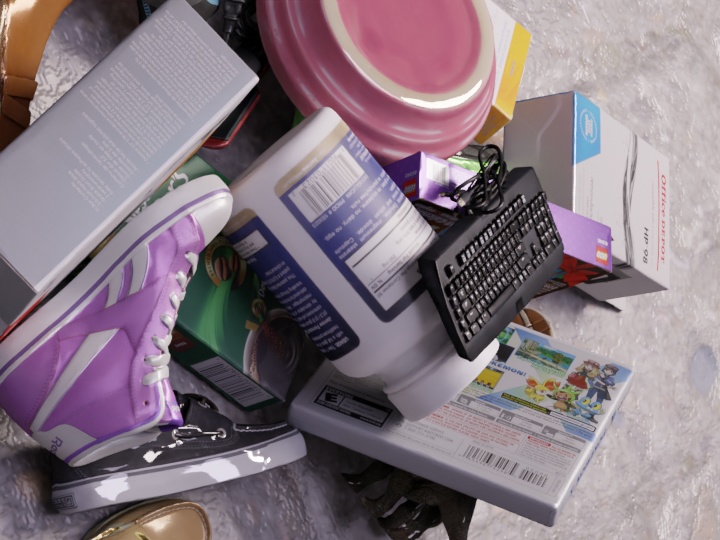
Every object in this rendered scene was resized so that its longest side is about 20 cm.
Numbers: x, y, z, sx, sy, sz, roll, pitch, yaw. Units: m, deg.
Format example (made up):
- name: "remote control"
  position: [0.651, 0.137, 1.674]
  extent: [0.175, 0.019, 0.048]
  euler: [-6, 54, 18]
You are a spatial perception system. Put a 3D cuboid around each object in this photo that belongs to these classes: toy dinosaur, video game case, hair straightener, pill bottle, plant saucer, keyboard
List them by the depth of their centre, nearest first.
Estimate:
- name: "pill bottle"
  position: [0.000, 0.000, 1.583]
  extent: [0.200, 0.111, 0.111]
  euler: [50, 48, -7]
- name: "keyboard"
  position: [0.096, -0.022, 1.589]
  extent: [0.105, 0.039, 0.200]
  euler: [63, 29, -10]
- name: "hair straightener"
  position: [-0.074, -0.160, 1.653]
  extent: [0.200, 0.041, 0.077]
  euler: [-53, 150, -53]
- name: "video game case"
  position: [0.074, 0.088, 1.657]
  extent: [0.182, 0.199, 0.022]
  euler: [-51, 156, -52]
- name: "toy dinosaur"
  position: [0.051, 0.145, 1.658]
  extent: [0.102, 0.200, 0.077]
  euler: [-39, 96, -4]
- name: "plant saucer"
  position: [0.022, -0.173, 1.674]
  extent: [0.199, 0.051, 0.202]
  euler: [16, 60, -30]

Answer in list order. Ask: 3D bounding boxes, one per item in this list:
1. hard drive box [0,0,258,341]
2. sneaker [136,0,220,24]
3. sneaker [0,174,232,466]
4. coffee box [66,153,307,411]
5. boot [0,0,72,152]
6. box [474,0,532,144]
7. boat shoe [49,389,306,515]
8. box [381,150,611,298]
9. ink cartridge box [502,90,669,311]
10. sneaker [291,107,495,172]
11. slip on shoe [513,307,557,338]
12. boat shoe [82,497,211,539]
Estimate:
- name: "hard drive box"
  position: [-0.173, -0.058, 1.447]
  extent: [0.077, 0.156, 0.200]
  euler: [46, 66, -3]
- name: "sneaker"
  position: [-0.120, -0.228, 1.660]
  extent: [0.073, 0.082, 0.201]
  euler: [15, 41, 6]
- name: "sneaker"
  position: [-0.131, 0.039, 1.487]
  extent: [0.114, 0.073, 0.200]
  euler: [43, 80, 10]
- name: "coffee box"
  position: [-0.114, -0.007, 1.605]
  extent: [0.200, 0.044, 0.124]
  euler: [39, 54, -28]
- name: "boot"
  position: [-0.225, -0.143, 1.532]
  extent: [0.199, 0.073, 0.156]
  euler: [-5, 89, -45]
- name: "box"
  position: [0.038, -0.196, 1.773]
  extent: [0.200, 0.041, 0.119]
  euler: [37, 37, -15]
- name: "boat shoe"
  position: [-0.121, 0.112, 1.554]
  extent: [0.199, 0.070, 0.067]
  euler: [-9, 86, -37]
- name: "box"
  position: [0.068, -0.024, 1.720]
  extent: [0.199, 0.136, 0.039]
  euler: [19, 64, -38]
- name: "ink cartridge box"
  position: [0.189, -0.051, 1.864]
  extent: [0.200, 0.066, 0.117]
  euler: [27, 59, -51]
- name: "sneaker"
  position: [0.033, -0.104, 1.755]
  extent: [0.199, 0.076, 0.084]
  euler: [17, 64, -43]
- name: "slip on shoe"
  position: [0.123, 0.100, 1.747]
  extent: [0.200, 0.075, 0.061]
  euler: [-106, -178, -59]
- name: "boat shoe"
  position: [-0.156, 0.201, 1.488]
  extent: [0.200, 0.066, 0.074]
  euler: [-35, 102, -44]
